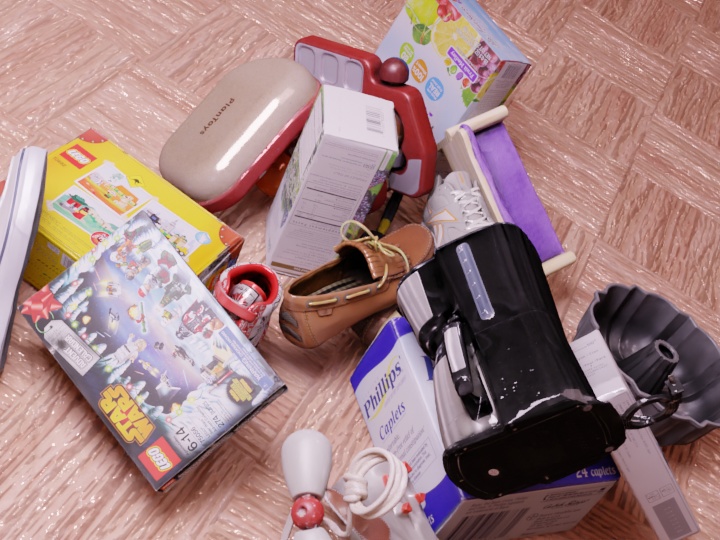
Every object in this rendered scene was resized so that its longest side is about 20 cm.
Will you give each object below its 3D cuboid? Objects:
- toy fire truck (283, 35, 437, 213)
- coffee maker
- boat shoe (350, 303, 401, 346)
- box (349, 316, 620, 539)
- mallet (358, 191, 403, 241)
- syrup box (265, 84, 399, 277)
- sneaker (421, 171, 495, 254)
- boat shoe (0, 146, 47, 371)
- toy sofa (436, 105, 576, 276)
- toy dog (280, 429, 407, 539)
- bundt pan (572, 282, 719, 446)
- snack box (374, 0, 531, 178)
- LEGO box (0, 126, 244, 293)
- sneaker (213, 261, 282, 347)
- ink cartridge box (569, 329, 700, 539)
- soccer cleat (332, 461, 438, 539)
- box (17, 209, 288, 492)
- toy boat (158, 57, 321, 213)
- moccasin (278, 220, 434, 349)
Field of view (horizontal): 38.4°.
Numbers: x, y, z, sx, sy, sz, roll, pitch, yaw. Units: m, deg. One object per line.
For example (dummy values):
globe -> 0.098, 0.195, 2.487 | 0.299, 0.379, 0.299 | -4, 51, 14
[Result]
toy fire truck -> 0.000, -0.167, 1.173 | 0.200, 0.169, 0.112 | 24, 36, 34
coffee maker -> 0.141, 0.070, 0.887 | 0.191, 0.135, 0.201 | -8, 50, -6
boat shoe -> 0.057, 0.023, 1.111 | 0.067, 0.072, 0.200 | 35, 38, 18
box -> 0.115, 0.149, 0.996 | 0.183, 0.105, 0.201 | 0, 49, -29
mallet -> 0.022, -0.042, 1.189 | 0.041, 0.066, 0.200 | 28, 27, -2
syrup box -> -0.034, -0.085, 1.071 | 0.081, 0.200, 0.079 | 12, 45, -16
sneaker -> 0.109, -0.058, 1.113 | 0.075, 0.092, 0.200 | 0, 13, -17
boat shoe -> -0.318, -0.014, 0.881 | 0.066, 0.074, 0.201 | 13, 82, -13
toy sofa -> 0.169, -0.083, 1.189 | 0.083, 0.098, 0.201 | -24, 87, -16
toy dog -> -0.023, 0.239, 0.837 | 0.131, 0.096, 0.201 | 5, 68, 29
bundt pan -> 0.319, 0.113, 1.151 | 0.201, 0.076, 0.202 | 21, 38, -18
snack box -> 0.092, -0.233, 1.279 | 0.067, 0.200, 0.169 | -5, 50, -43
LEGO box -> -0.239, -0.029, 0.999 | 0.200, 0.077, 0.149 | 36, 42, 8
sneaker -> -0.143, 0.068, 0.933 | 0.067, 0.108, 0.201 | 36, 43, 8
ink cartridge box -> 0.248, 0.139, 1.003 | 0.200, 0.045, 0.176 | 57, 11, -28
soccer cleat -> 0.042, 0.257, 0.886 | 0.069, 0.077, 0.201 | -14, 76, -53
box -> -0.176, 0.067, 0.879 | 0.137, 0.040, 0.200 | -40, 78, -7
toy boat -> -0.113, -0.132, 1.131 | 0.200, 0.131, 0.130 | -49, 43, -9
moccasin -> -0.001, -0.001, 1.022 | 0.201, 0.078, 0.074 | -26, 43, -32
